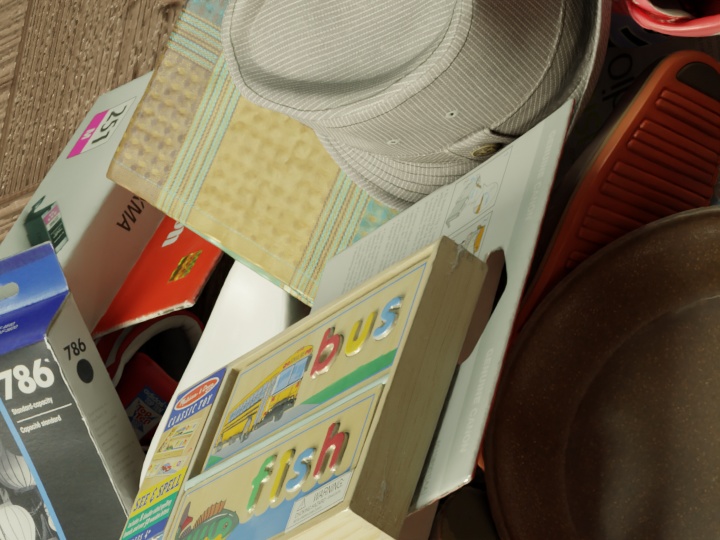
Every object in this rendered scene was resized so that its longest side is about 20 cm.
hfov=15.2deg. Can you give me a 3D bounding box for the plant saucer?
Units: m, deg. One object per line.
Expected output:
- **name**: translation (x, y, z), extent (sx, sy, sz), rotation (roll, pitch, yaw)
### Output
- **plant saucer**: translation (0.149, 0.070, 1.079), extent (0.199, 0.037, 0.201), rotation (-8, 62, 15)

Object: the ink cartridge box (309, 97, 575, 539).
- **ink cartridge box**: translation (0.026, 0.046, 1.086), extent (0.173, 0.043, 0.201), rotation (-32, 30, 44)

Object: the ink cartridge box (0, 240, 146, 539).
- **ink cartridge box**: translation (-0.165, 0.093, 1.399), extent (0.099, 0.039, 0.201), rotation (-20, 97, 33)

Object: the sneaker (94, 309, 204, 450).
- **sneaker**: translation (-0.146, 0.103, 1.461), extent (0.112, 0.071, 0.201), rotation (6, 72, 57)

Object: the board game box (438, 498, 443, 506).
- **board game box**: translation (0.041, 0.034, 1.307), extent (0.200, 0.023, 0.105), rotation (-59, 38, 6)

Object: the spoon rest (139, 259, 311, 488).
- **spoon rest**: translation (-0.066, 0.073, 1.324), extent (0.100, 0.060, 0.201), rotation (-112, 34, -54)

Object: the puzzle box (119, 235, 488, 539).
- **puzzle box**: translation (-0.033, 0.075, 1.075), extent (0.200, 0.025, 0.133), rotation (-32, 30, 47)

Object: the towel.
- **towel**: translation (-0.010, -0.060, 1.245), extent (0.200, 0.022, 0.147), rotation (30, 100, 22)

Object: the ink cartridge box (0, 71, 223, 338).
- **ink cartridge box**: translation (-0.119, -0.042, 1.471), extent (0.173, 0.044, 0.200), rotation (-21, 31, 45)

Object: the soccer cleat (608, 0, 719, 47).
- **soccer cleat**: translation (0.126, -0.125, 1.134), extent (0.200, 0.076, 0.067), rotation (2, 107, 61)

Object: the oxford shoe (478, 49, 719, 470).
- **oxford shoe**: translation (0.088, -0.012, 1.161), extent (0.073, 0.071, 0.201), rotation (38, 100, 50)

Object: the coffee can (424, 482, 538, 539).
- **coffee can**: translation (0.022, 0.206, 1.116), extent (0.200, 0.146, 0.147), rotation (-44, 39, 24)

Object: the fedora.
- **fedora**: translation (0.009, -0.109, 1.142), extent (0.199, 0.090, 0.178), rotation (-12, 89, 43)

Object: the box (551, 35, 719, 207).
- **box**: translation (0.105, -0.025, 1.222), extent (0.200, 0.036, 0.145), rotation (-26, 56, 35)
